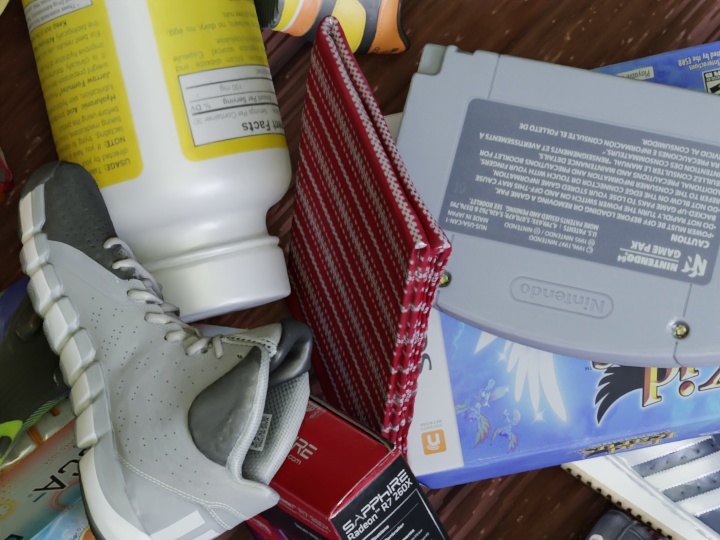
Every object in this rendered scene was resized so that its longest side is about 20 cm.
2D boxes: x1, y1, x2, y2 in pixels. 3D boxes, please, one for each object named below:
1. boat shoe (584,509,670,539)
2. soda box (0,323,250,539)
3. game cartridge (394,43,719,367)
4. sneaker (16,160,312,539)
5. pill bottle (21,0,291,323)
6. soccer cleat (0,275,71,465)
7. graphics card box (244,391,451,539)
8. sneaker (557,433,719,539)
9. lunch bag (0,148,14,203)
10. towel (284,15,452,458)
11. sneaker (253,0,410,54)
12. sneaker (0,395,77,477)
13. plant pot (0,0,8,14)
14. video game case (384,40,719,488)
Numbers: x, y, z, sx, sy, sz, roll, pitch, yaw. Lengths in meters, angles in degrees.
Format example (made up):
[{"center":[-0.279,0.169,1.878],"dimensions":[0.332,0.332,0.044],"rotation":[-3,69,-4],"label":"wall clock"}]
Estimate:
[{"center":[0.093,0.209,1.347],"dimensions":[0.060,0.074,0.201],"rotation":[39,111,23],"label":"boat shoe"},{"center":[-0.112,0.105,1.289],"dimensions":[0.200,0.068,0.064],"rotation":[-40,120,-34],"label":"soda box"},{"center":[0.107,-0.026,1.286],"dimensions":[0.199,0.042,0.134],"rotation":[13,85,18],"label":"game cartridge"},{"center":[-0.078,0.027,1.220],"dimensions":[0.115,0.075,0.201],"rotation":[-24,69,18],"label":"sneaker"},{"center":[-0.095,-0.076,1.318],"dimensions":[0.111,0.111,0.201],"rotation":[-13,87,-5],"label":"pill bottle"},{"center":[-0.195,0.070,1.289],"dimensions":[0.200,0.084,0.065],"rotation":[-42,103,-33],"label":"soccer cleat"},{"center":[0.005,0.142,1.276],"dimensions":[0.051,0.125,0.201],"rotation":[-43,129,-17],"label":"graphics card box"},{"center":[0.171,0.081,1.363],"dimensions":[0.199,0.070,0.109],"rotation":[34,88,-1],"label":"sneaker"},{"center":[-0.256,-0.038,1.265],"dimensions":[0.175,0.200,0.082],"rotation":[-21,89,-2],"label":"lunch bag"},{"center":[0.000,0.000,1.269],"dimensions":[0.022,0.201,0.145],"rotation":[-12,53,-16],"label":"towel"},{"center":[0.013,-0.205,1.362],"dimensions":[0.090,0.070,0.201],"rotation":[18,88,-19],"label":"sneaker"},{"center":[-0.192,0.125,1.338],"dimensions":[0.200,0.078,0.077],"rotation":[-41,121,-10],"label":"sneaker"},{"center":[-0.286,-0.187,1.277],"dimensions":[0.200,0.201,0.190],"rotation":[-21,77,-5],"label":"plant pot"},{"center":[0.108,-0.003,1.323],"dimensions":[0.199,0.045,0.183],"rotation":[-12,76,13],"label":"video game case"}]
